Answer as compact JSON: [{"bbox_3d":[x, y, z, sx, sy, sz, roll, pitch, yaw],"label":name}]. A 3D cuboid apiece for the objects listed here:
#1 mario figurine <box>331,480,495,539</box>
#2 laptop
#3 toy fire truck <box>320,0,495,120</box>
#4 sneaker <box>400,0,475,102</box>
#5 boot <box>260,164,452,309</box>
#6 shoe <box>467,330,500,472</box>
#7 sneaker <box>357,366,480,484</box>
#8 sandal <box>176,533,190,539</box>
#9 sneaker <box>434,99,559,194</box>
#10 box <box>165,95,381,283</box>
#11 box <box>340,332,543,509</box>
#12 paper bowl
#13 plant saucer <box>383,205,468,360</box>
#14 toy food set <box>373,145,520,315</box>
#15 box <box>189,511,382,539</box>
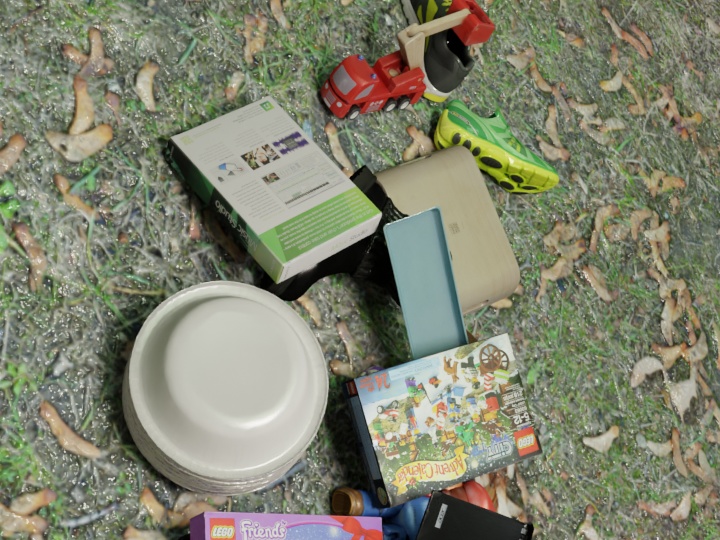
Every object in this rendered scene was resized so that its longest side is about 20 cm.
[{"bbox_3d":[0.059,0.279,1.516,0.197,0.106,0.125,3,106,-29],"label":"mario figurine"},{"bbox_3d":[0.106,0.336,1.467,0.102,0.200,0.180,19,84,13],"label":"laptop"},{"bbox_3d":[0.056,-0.255,1.661,0.198,0.141,0.049,-17,63,-43],"label":"toy fire truck"},{"bbox_3d":[0.109,-0.319,1.776,0.074,0.084,0.203,7,69,-39],"label":"sneaker"},{"bbox_3d":[0.002,-0.001,1.536,0.158,0.079,0.211,48,59,-9],"label":"boot"},{"bbox_3d":[0.130,0.146,1.606,0.069,0.053,0.201,24,32,-41],"label":"shoe"},{"bbox_3d":[0.060,0.172,1.558,0.200,0.080,0.084,47,32,-29],"label":"sneaker"},{"bbox_3d":[-0.106,0.300,1.363,0.199,0.048,0.076,20,60,-34],"label":"sandal"},{"bbox_3d":[0.184,-0.161,1.784,0.198,0.074,0.085,26,61,-30],"label":"sneaker"},{"bbox_3d":[-0.093,-0.090,1.472,0.143,0.037,0.200,-27,63,-35],"label":"box"},{"bbox_3d":[0.089,0.158,1.479,0.198,0.038,0.139,-15,84,-28],"label":"box"},{"bbox_3d":[-0.128,0.107,1.342,0.197,0.105,0.204,6,66,-14],"label":"paper bowl"},{"bbox_3d":[0.073,0.030,1.516,0.069,0.019,0.203,-20,114,-16],"label":"plant saucer"},{"bbox_3d":[0.098,-0.043,1.683,0.142,0.060,0.202,-20,85,-32],"label":"toy food set"},{"bbox_3d":[-0.065,0.305,1.326,0.197,0.039,0.139,8,66,-30],"label":"box"}]
